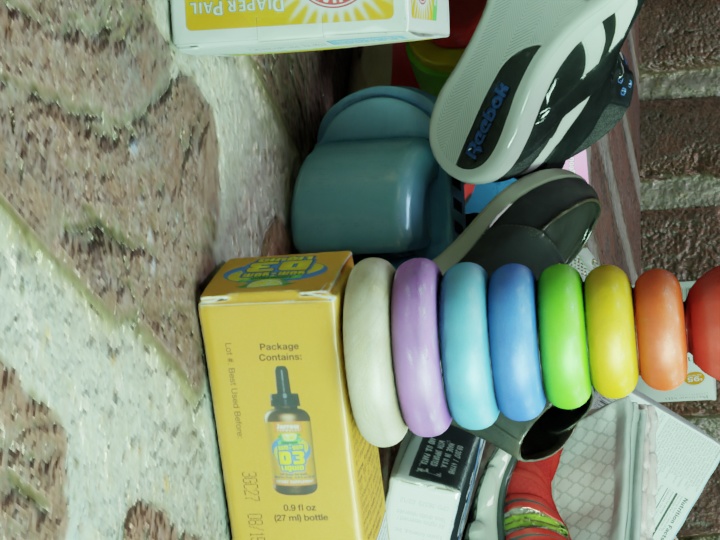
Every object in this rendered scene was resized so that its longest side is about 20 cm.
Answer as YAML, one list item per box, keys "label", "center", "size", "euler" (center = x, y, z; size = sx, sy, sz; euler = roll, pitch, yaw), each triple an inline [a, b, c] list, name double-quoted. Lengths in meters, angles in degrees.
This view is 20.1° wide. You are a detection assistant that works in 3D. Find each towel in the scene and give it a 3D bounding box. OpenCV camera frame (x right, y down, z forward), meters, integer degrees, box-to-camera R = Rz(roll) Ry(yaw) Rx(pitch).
- label: "towel"
  center: [0.087, 0.181, 1.194]
  size: [0.032, 0.190, 0.201]
  euler: [40, 43, -36]

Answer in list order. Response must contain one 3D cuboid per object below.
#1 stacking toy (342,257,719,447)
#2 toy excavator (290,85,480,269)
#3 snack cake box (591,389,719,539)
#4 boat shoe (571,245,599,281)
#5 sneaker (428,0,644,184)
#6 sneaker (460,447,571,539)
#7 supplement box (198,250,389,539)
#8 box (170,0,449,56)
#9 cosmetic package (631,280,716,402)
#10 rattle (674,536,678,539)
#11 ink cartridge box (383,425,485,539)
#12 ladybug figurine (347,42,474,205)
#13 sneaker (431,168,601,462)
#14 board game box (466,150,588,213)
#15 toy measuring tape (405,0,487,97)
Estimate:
- label: "stacking toy"
  center: [0.095, 0.030, 0.898]
  size: [0.085, 0.198, 0.086]
  euler: [-4, 90, -80]
- label: "toy excavator"
  center: [0.000, 0.000, 1.071]
  size: [0.200, 0.099, 0.196]
  euler: [-9, 97, -64]
- label: "snack cake box"
  center: [0.131, 0.166, 1.300]
  size: [0.201, 0.115, 0.067]
  euler: [-59, -151, 2]
- label: "boat shoe"
  center: [0.124, -0.007, 1.418]
  size: [0.200, 0.069, 0.071]
  euler: [55, -49, 30]
- label: "sneaker"
  center: [0.118, -0.135, 1.054]
  size: [0.112, 0.073, 0.201]
  euler: [-8, 137, -53]
- label: "sneaker"
  center: [0.096, 0.164, 1.124]
  size: [0.201, 0.084, 0.077]
  euler: [-69, 175, -49]
- label: "supplement box"
  center: [-0.026, 0.094, 0.948]
  size: [0.069, 0.066, 0.202]
  euler: [-63, 148, -66]
- label: "box"
  center: [-0.025, -0.200, 0.910]
  size: [0.101, 0.112, 0.202]
  euler: [-23, 111, -76]
- label: "cosmetic package"
  center: [0.153, 0.056, 1.453]
  size: [0.083, 0.198, 0.051]
  euler: [72, 19, -49]
- label: "rattle"
  center: [0.154, 0.118, 1.400]
  size: [0.130, 0.199, 0.144]
  euler: [62, 46, -72]
- label: "ink cartridge box"
  center: [0.030, 0.154, 1.102]
  size: [0.198, 0.043, 0.201]
  euler: [-64, 169, -65]
- label: "ladybug figurine"
  center: [0.037, -0.096, 1.253]
  size: [0.136, 0.071, 0.201]
  euler: [73, 19, -49]
- label: "sneaker"
  center: [0.090, 0.026, 1.024]
  size: [0.200, 0.106, 0.075]
  euler: [-40, 150, -41]
- label: "board game box"
  center: [0.084, -0.135, 1.333]
  size: [0.153, 0.040, 0.202]
  euler: [17, -61, 55]
- label: "toy measuring tape"
  center: [0.044, -0.150, 1.189]
  size: [0.200, 0.073, 0.074]
  euler: [52, -15, 42]
